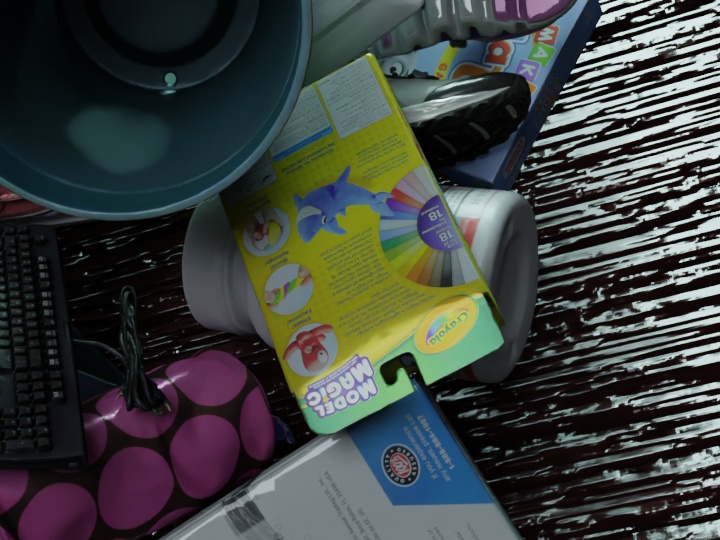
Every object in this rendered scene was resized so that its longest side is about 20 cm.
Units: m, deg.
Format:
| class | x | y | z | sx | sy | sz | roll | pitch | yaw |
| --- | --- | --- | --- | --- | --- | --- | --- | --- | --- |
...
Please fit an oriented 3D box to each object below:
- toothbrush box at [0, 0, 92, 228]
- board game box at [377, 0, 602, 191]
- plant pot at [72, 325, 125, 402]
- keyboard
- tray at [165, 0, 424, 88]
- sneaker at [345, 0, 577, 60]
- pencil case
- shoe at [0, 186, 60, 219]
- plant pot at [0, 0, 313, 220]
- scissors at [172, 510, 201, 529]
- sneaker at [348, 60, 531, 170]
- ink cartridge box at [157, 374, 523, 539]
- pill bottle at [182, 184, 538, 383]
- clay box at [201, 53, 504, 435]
| class | x | y | z | sx | sy | sz | roll | pitch | yaw |
| --- | --- | --- | --- | --- | --- | --- | --- | --- | --- |
| toothbrush box | -0.229 | -0.127 | 0.860 | 0.145 | 0.086 | 0.202 | -6 | 95 | 18 |
| board game box | 0.043 | -0.149 | 0.880 | 0.199 | 0.037 | 0.152 | 23 | 78 | 27 |
| plant pot | -0.279 | 0.107 | 0.835 | 0.141 | 0.141 | 0.200 | 37 | 90 | 29 |
| keyboard | -0.179 | 0.037 | 0.743 | 0.126 | 0.021 | 0.201 | 4 | 38 | -23 |
| tray | -0.061 | -0.155 | 0.808 | 0.199 | 0.022 | 0.108 | -34 | 73 | 25 |
| sneaker | 0.047 | -0.174 | 0.819 | 0.199 | 0.088 | 0.081 | -2 | 92 | 17 |
| pencil case | -0.141 | 0.119 | 0.750 | 0.090 | 0.199 | 0.094 | 6 | 112 | 50 |
| shoe | -0.251 | -0.060 | 0.780 | 0.199 | 0.091 | 0.072 | -6 | 95 | 18 |
| plant pot | -0.121 | -0.148 | 0.702 | 0.198 | 0.188 | 0.202 | 0 | 107 | 1 |
| scissors | -0.074 | 0.189 | 0.791 | 0.200 | 0.014 | 0.073 | 37 | 84 | 30 |
| sneaker | 0.010 | -0.103 | 0.811 | 0.199 | 0.074 | 0.080 | -8 | 72 | 25 |
| ink cartridge box | -0.014 | 0.171 | 0.705 | 0.199 | 0.084 | 0.146 | -33 | 88 | 2 |
| pill bottle | 0.000 | 0.000 | 0.788 | 0.199 | 0.114 | 0.115 | 7 | 70 | 23 |
| clay box | -0.003 | -0.011 | 0.700 | 0.114 | 0.048 | 0.201 | -27 | 60 | 7 |
